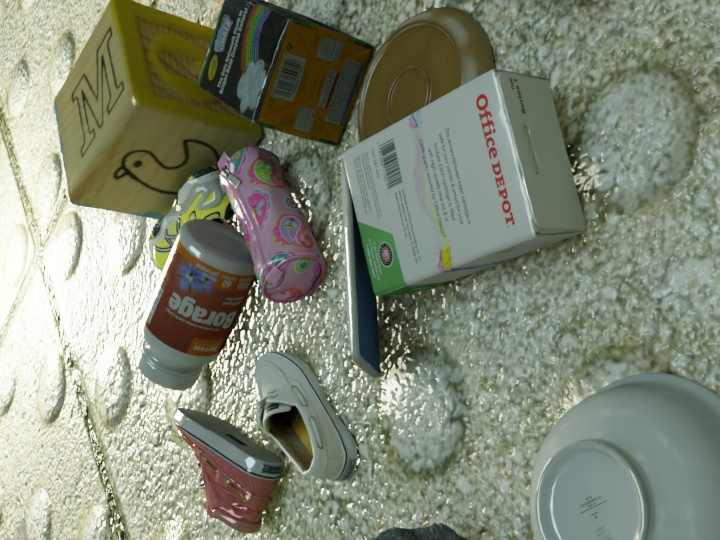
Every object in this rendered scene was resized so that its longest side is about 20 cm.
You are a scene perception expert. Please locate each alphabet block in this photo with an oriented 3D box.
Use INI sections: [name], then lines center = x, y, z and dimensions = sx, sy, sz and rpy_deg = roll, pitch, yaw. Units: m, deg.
[alphabet block]
center = -0.276, -0.207, 1.262
dimensions = 0.200, 0.194, 0.198
rpy_deg = -44, 53, 37

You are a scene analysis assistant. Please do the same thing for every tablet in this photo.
[tablet]
center = 0.000, 0.000, 0.950
dimensions = 0.013, 0.130, 0.203
rpy_deg = -5, 75, 10

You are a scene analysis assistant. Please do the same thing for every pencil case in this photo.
[pencil case]
center = -0.108, -0.058, 1.111
dimensions = 0.088, 0.087, 0.201
rpy_deg = -50, 49, 31

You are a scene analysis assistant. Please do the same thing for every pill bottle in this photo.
[pill bottle]
center = -0.209, 0.047, 1.189
dimensions = 0.112, 0.111, 0.201
rpy_deg = 48, 119, 44

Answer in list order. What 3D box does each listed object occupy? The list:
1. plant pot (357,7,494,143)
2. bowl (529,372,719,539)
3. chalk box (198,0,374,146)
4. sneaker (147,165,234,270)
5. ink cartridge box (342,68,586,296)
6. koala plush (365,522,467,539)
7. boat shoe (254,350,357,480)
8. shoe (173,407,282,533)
[plant pot]
center = 0.057, -0.177, 0.980
dimensions = 0.199, 0.027, 0.203
rpy_deg = -15, 71, 48
[bowl]
center = 0.193, 0.175, 0.694
dimensions = 0.200, 0.090, 0.204
rpy_deg = -15, 71, 49
[chalk box]
center = -0.101, -0.246, 1.112
dimensions = 0.200, 0.123, 0.126
rpy_deg = 40, 113, 48
[sneaker]
center = -0.224, -0.049, 1.259
dimensions = 0.077, 0.075, 0.200
rpy_deg = 51, 136, 12
[ink cartridge box]
center = 0.089, -0.073, 0.855
dimensions = 0.199, 0.083, 0.147
rpy_deg = -22, 77, 45
[koala plush]
center = 0.027, 0.339, 0.811
dimensions = 0.176, 0.184, 0.201
rpy_deg = 29, 122, 7
[boat shoe]
center = -0.080, 0.157, 1.042
dimensions = 0.200, 0.069, 0.071
rpy_deg = 50, 120, 43
[shoe]
center = -0.174, 0.238, 1.137
dimensions = 0.199, 0.071, 0.092
rpy_deg = 20, 92, 46
